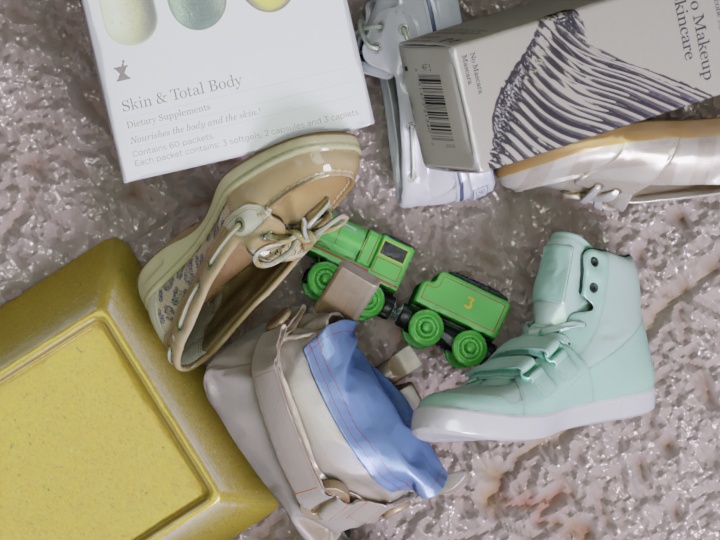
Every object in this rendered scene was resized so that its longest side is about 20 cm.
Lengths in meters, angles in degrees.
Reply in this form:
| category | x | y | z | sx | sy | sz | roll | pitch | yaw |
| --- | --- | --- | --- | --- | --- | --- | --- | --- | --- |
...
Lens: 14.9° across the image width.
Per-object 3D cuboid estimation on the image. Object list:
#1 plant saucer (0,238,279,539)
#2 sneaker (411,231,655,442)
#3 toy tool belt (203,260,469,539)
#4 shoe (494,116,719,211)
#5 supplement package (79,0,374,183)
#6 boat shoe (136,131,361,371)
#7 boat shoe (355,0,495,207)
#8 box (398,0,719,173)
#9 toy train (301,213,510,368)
| category | x | y | z | sx | sy | sz | roll | pitch | yaw |
| --- | --- | --- | --- | --- | --- | --- | --- | --- | --- |
| plant saucer | -0.179 | 0.115 | 1.688 | 0.199 | 0.048 | 0.201 | -32 | 96 | -1 |
| sneaker | 0.098 | 0.039 | 1.655 | 0.200 | 0.073 | 0.119 | -10 | 95 | -47 |
| toy tool belt | 0.005 | 0.104 | 1.662 | 0.123 | 0.125 | 0.200 | -33 | 96 | 11 |
| shoe | 0.182 | -0.063 | 1.690 | 0.199 | 0.070 | 0.054 | -7 | 86 | -6 |
| supplement package | -0.089 | -0.168 | 1.622 | 0.151 | 0.151 | 0.201 | -13 | 95 | -3 |
| boat shoe | -0.059 | -0.013 | 1.606 | 0.073 | 0.200 | 0.063 | 0 | 60 | -36 |
| boat shoe | 0.028 | -0.134 | 1.672 | 0.066 | 0.074 | 0.201 | -15 | 96 | -6 |
| box | 0.127 | -0.122 | 1.645 | 0.199 | 0.068 | 0.083 | -20 | 104 | -26 |
| toy train | 0.000 | 0.000 | 1.698 | 0.199 | 0.042 | 0.057 | 26 | 82 | -5 |
